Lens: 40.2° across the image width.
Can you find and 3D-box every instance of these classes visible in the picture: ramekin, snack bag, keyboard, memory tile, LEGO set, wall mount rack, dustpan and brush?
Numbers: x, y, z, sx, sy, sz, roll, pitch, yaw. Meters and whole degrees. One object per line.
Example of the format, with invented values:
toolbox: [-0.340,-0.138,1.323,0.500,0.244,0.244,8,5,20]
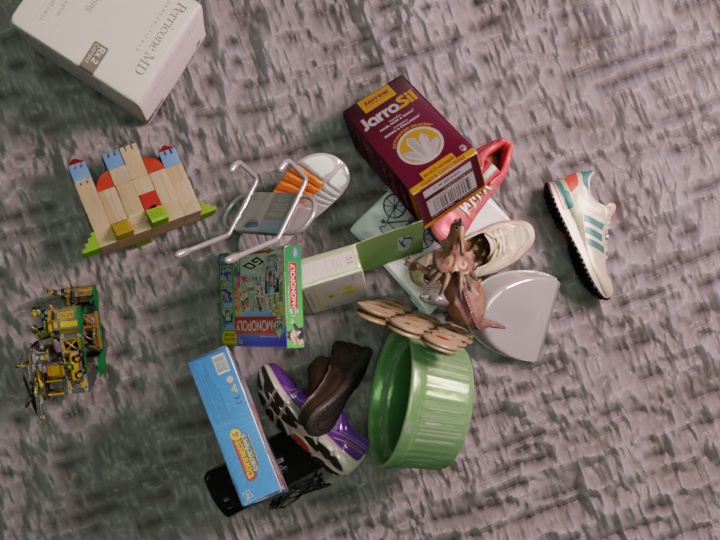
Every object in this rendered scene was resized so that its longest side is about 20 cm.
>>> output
ramekin: [0.084,0.185,1.387,0.097,0.200,0.202,11,87,-13]
snack bag: [0.107,-0.064,1.482,0.200,0.021,0.189,-42,94,-6]
keyboard: [-0.121,0.301,1.444,0.199,0.040,0.105,-27,68,-6]
memory tile: [0.078,0.074,1.375,0.152,0.200,0.017,23,97,13]
LEGO set: [-0.422,0.100,1.340,0.115,0.200,0.155,-6,109,-5]
wall mount rack: [-0.160,-0.071,1.356,0.075,0.199,0.175,41,66,-38]
dustpan and brush: [0.186,0.057,1.466,0.199,0.057,0.141,8,103,-23]

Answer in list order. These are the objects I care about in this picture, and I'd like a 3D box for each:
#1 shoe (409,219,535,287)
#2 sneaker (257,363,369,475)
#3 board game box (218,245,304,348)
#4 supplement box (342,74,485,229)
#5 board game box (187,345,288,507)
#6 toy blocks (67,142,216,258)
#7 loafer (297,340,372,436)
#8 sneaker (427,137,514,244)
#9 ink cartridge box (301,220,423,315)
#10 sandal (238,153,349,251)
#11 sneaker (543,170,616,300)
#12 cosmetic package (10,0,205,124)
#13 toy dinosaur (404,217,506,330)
shoe: [0.170,-0.021,1.451,0.199,0.053,0.070,-22,93,-5]
sneaker: [-0.071,0.208,1.429,0.200,0.081,0.083,44,55,8]
board game box: [-0.141,0.038,1.364,0.029,0.199,0.136,0,87,-34]
supplement box: [0.075,-0.172,1.400,0.110,0.086,0.200,-33,55,-6]
board game box: [-0.163,0.217,1.336,0.056,0.196,0.201,-22,78,-7]
toy blocks: [-0.323,-0.115,1.404,0.199,0.100,0.137,-22,82,-16]
loafer: [-0.048,0.163,1.391,0.071,0.200,0.073,24,119,11]
sneaker: [0.160,-0.124,1.425,0.074,0.087,0.201,38,61,-7]
ink cartridge box: [0.000,0.000,1.395,0.199,0.146,0.048,-16,73,-1]
sandal: [-0.102,-0.097,1.444,0.207,0.059,0.079,-43,98,15]
sneaker: [0.355,-0.057,1.486,0.093,0.070,0.201,-24,88,-1]
cosmetic package: [-0.341,-0.336,1.365,0.199,0.165,0.166,32,86,-5]
toy dinosaur: [0.140,0.027,1.360,0.086,0.136,0.201,-34,107,-4]
